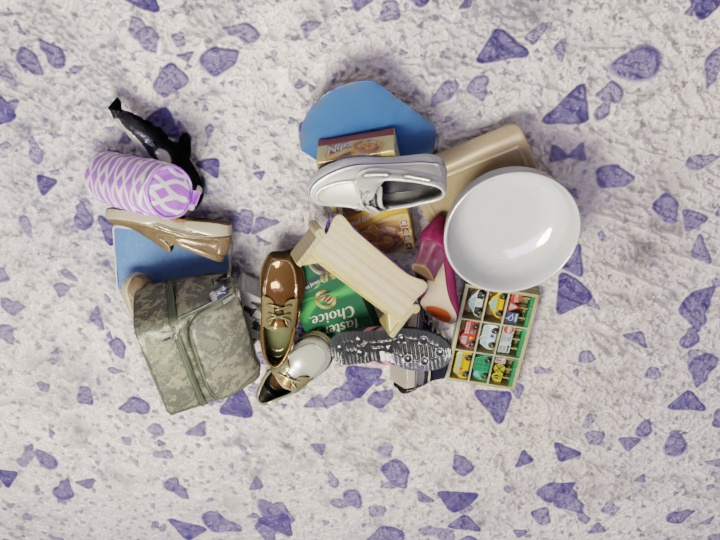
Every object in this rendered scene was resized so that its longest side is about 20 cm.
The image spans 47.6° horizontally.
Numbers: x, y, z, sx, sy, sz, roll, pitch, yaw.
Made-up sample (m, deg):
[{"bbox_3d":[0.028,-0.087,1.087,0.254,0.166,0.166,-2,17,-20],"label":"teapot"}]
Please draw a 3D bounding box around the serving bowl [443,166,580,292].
[{"bbox_3d":[0.216,-0.068,1.192,0.197,0.066,0.202,-2,124,-3],"label":"serving bowl"}]

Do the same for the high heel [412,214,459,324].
[{"bbox_3d":[0.132,0.005,1.278,0.067,0.097,0.201,15,154,22],"label":"high heel"}]

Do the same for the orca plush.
[{"bbox_3d":[-0.295,-0.187,1.239,0.200,0.071,0.105,48,159,-17],"label":"orca plush"}]

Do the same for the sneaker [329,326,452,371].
[{"bbox_3d":[0.055,0.117,1.300,0.197,0.082,0.071,4,97,19],"label":"sneaker"}]

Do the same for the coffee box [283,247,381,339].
[{"bbox_3d":[-0.050,0.047,1.353,0.121,0.044,0.202,-14,119,14],"label":"coffee box"}]

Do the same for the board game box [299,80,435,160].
[{"bbox_3d":[0.012,-0.203,1.193,0.199,0.039,0.158,29,128,-29],"label":"board game box"}]

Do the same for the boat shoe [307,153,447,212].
[{"bbox_3d":[0.022,-0.114,1.125,0.197,0.066,0.074,-10,135,10],"label":"boat shoe"}]

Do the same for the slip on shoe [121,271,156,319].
[{"bbox_3d":[-0.337,0.092,1.378,0.060,0.076,0.202,14,131,35],"label":"slip on shoe"}]

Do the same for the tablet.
[{"bbox_3d":[-0.313,-0.010,1.363,0.197,0.014,0.132,7,122,0],"label":"tablet"}]

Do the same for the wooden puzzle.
[{"bbox_3d":[0.187,-0.108,1.235,0.183,0.037,0.201,-21,121,17],"label":"wooden puzzle"}]

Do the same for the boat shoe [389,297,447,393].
[{"bbox_3d":[0.099,0.100,1.366,0.092,0.074,0.203,-9,109,-31],"label":"boat shoe"}]

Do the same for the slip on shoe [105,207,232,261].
[{"bbox_3d":[-0.303,-0.060,1.285,0.197,0.076,0.061,9,99,-8],"label":"slip on shoe"}]

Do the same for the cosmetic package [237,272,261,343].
[{"bbox_3d":[-0.218,0.101,1.392,0.082,0.051,0.200,27,121,-22],"label":"cosmetic package"}]

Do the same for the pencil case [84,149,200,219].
[{"bbox_3d":[-0.327,-0.125,1.197,0.085,0.199,0.085,25,84,-45],"label":"pencil case"}]

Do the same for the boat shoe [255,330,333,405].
[{"bbox_3d":[-0.112,0.175,1.390,0.075,0.069,0.200,42,134,-3],"label":"boat shoe"}]

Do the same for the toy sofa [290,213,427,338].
[{"bbox_3d":[0.000,0.000,1.222,0.199,0.083,0.098,37,93,-16],"label":"toy sofa"}]

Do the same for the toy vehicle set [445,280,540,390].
[{"bbox_3d":[0.219,0.108,1.374,0.122,0.027,0.202,7,122,1],"label":"toy vehicle set"}]

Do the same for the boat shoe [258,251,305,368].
[{"bbox_3d":[-0.126,0.068,1.299,0.075,0.074,0.202,1,123,-5],"label":"boat shoe"}]

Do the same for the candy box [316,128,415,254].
[{"bbox_3d":[0.012,-0.109,1.218,0.114,0.056,0.201,-8,136,9],"label":"candy box"}]

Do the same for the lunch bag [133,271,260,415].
[{"bbox_3d":[-0.254,0.107,1.290,0.166,0.140,0.202,-16,123,-8],"label":"lunch bag"}]
